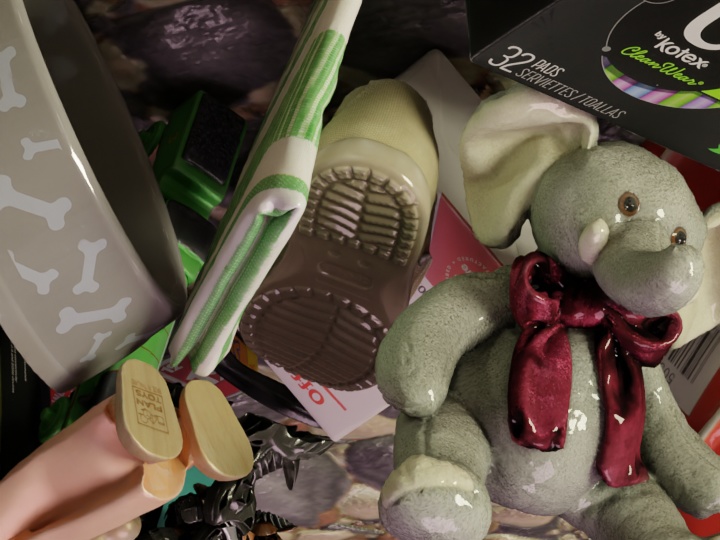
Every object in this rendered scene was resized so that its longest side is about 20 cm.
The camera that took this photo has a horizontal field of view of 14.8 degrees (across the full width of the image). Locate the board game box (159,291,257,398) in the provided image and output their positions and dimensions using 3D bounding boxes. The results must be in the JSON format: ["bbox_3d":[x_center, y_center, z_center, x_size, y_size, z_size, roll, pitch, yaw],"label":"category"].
[{"bbox_3d":[-0.136,0.026,1.430,0.095,0.030,0.200,-15,148,18],"label":"board game box"}]

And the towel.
[{"bbox_3d":[-0.019,-0.070,1.093,0.023,0.201,0.153,24,147,-4],"label":"towel"}]

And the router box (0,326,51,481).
[{"bbox_3d":[-0.183,-0.006,1.176,0.051,0.201,0.149,-13,151,13],"label":"router box"}]

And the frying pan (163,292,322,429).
[{"bbox_3d":[-0.094,0.020,1.322,0.189,0.031,0.115,15,155,0],"label":"frying pan"}]

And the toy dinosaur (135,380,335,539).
[{"bbox_3d":[-0.080,0.130,1.339,0.102,0.137,0.200,19,179,17],"label":"toy dinosaur"}]

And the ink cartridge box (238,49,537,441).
[{"bbox_3d":[0.000,0.000,1.298,0.117,0.067,0.200,49,136,-2],"label":"ink cartridge box"}]

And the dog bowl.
[{"bbox_3d":[-0.131,-0.052,1.117,0.058,0.201,0.200,-24,149,5],"label":"dog bowl"}]

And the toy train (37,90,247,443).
[{"bbox_3d":[-0.093,0.003,1.218,0.042,0.201,0.056,34,138,-23],"label":"toy train"}]

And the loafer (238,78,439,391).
[{"bbox_3d":[-0.001,-0.013,1.199,0.075,0.069,0.200,25,149,-1],"label":"loafer"}]

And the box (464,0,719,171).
[{"bbox_3d":[0.156,-0.132,1.081,0.199,0.125,0.148,20,143,-37],"label":"box"}]

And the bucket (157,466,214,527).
[{"bbox_3d":[-0.159,0.153,1.437,0.134,0.208,0.207,-26,145,29],"label":"bucket"}]

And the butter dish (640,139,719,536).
[{"bbox_3d":[0.198,0.023,1.243,0.147,0.200,0.200,20,117,-38],"label":"butter dish"}]

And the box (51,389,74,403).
[{"bbox_3d":[-0.208,0.020,1.288,0.200,0.076,0.050,40,150,-29],"label":"box"}]

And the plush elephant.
[{"bbox_3d":[0.093,0.021,1.107,0.164,0.200,0.155,20,111,-18],"label":"plush elephant"}]

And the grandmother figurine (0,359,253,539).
[{"bbox_3d":[-0.143,0.106,1.124,0.121,0.061,0.200,27,130,-38],"label":"grandmother figurine"}]
